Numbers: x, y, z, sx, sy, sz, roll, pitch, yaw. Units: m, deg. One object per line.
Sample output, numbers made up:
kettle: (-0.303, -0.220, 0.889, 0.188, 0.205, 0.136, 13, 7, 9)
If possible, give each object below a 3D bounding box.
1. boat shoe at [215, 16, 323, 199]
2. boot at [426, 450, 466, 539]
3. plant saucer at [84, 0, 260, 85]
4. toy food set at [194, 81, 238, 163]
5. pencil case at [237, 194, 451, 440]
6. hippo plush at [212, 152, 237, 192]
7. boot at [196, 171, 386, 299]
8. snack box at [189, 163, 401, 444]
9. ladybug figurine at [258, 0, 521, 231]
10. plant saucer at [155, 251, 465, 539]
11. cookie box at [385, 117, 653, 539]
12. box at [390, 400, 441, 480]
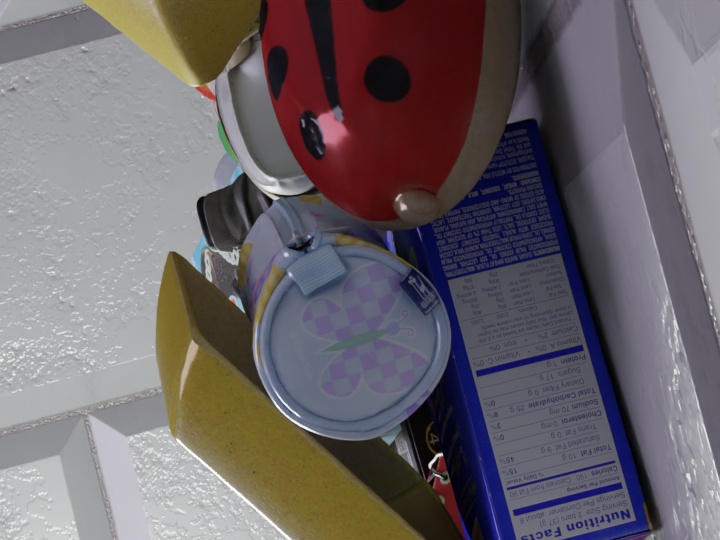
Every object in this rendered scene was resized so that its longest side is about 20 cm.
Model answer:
boat shoe: (-0.054, -0.137, 1.019, 0.068, 0.074, 0.202, 73, -175, -69)
boot: (0.041, 0.130, 1.041, 0.073, 0.143, 0.202, 98, 154, -66)
plant saucer: (-0.102, -0.233, 1.000, 0.200, 0.201, 0.048, 38, -173, 35)
toy food set: (-0.040, -0.099, 1.171, 0.198, 0.049, 0.200, 48, 154, 4)
pencil case: (-0.015, 0.016, 0.843, 0.091, 0.083, 0.200, 48, -179, -9)
hippo plush: (-0.040, -0.040, 1.438, 0.201, 0.159, 0.161, 77, -165, -53)
boot: (0.000, 0.000, 1.063, 0.201, 0.131, 0.068, 52, -164, 18)
snack box: (-0.045, 0.044, 1.148, 0.201, 0.037, 0.116, 66, 148, 24)
ladybug figurine: (0.006, -0.110, 0.820, 0.072, 0.135, 0.202, 23, -138, -42)
plant saucer: (-0.031, 0.089, 0.888, 0.200, 0.049, 0.200, 43, -178, -14)
cookie box: (0.072, 0.051, 0.899, 0.171, 0.074, 0.202, 93, 163, -76)
box: (0.005, 0.090, 1.162, 0.161, 0.049, 0.202, -30, 74, 57)
